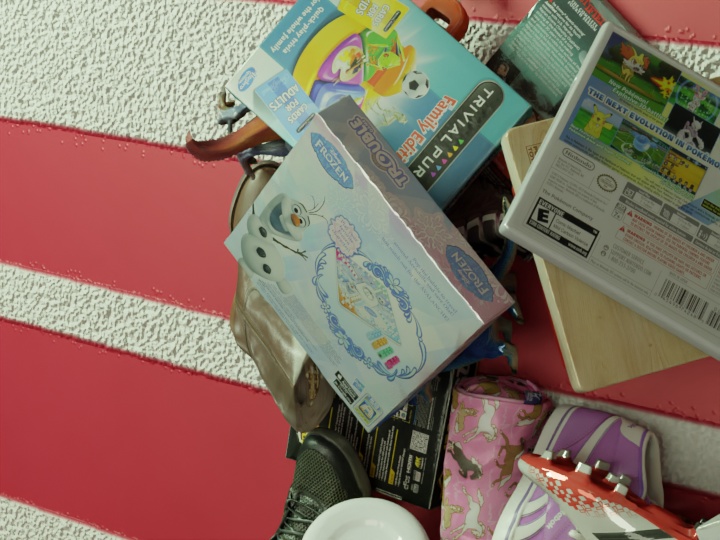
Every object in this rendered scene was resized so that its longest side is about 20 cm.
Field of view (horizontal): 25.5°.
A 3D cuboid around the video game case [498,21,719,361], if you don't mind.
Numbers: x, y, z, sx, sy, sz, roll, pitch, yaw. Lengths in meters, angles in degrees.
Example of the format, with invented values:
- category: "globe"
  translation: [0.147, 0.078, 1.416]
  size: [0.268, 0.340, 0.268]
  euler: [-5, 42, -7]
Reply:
- category: "video game case"
  translation: [0.227, -0.058, 1.177]
  size: [0.199, 0.022, 0.184]
  euler: [29, 77, -3]

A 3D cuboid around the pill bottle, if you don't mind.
- category: "pill bottle"
  translation: [0.010, 0.289, 1.350]
  size: [0.111, 0.112, 0.201]
  euler: [30, 149, 26]

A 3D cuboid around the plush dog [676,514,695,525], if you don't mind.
- category: "plush dog"
  translation: [0.250, 0.283, 1.244]
  size: [0.200, 0.160, 0.172]
  euler: [41, 89, 22]

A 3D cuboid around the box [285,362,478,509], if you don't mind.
- category: "box"
  translation: [0.022, 0.092, 1.411]
  size: [0.158, 0.049, 0.202]
  euler: [15, 102, 32]

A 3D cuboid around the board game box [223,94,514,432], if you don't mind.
- category: "board game box"
  translation: [0.000, 0.000, 1.238]
  size: [0.201, 0.043, 0.199]
  euler: [52, 143, 8]

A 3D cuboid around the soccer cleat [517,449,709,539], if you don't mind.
- category: "soccer cleat"
  translation: [0.198, 0.203, 1.201]
  size: [0.199, 0.068, 0.086]
  euler: [27, 98, 23]

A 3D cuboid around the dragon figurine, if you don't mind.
- category: "dragon figurine"
  translation: [0.078, 0.035, 1.275]
  size: [0.098, 0.059, 0.201]
  euler: [-1, 135, -3]

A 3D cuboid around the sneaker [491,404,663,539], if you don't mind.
- category: "sneaker"
  translation: [0.175, 0.207, 1.266]
  size: [0.113, 0.073, 0.202]
  euler: [13, 73, 37]

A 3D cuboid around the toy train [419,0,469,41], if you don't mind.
- category: "toy train"
  translation: [0.033, -0.262, 1.346]
  size: [0.150, 0.056, 0.200]
  euler: [-47, 67, 1]

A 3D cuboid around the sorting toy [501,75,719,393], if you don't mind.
- category: "sorting toy"
  translation: [0.220, -0.026, 1.217]
  size: [0.197, 0.070, 0.202]
  euler: [-14, 83, -12]

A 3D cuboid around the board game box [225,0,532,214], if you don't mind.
- category: "board game box"
  translation: [0.015, -0.137, 1.276]
  size: [0.200, 0.047, 0.151]
  euler: [41, 91, 7]

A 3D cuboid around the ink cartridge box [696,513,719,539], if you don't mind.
- category: "ink cartridge box"
  translation: [0.335, 0.223, 1.142]
  size: [0.084, 0.199, 0.146]
  euler: [-23, 82, 34]

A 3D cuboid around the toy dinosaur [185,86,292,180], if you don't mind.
- category: "toy dinosaur"
  translation: [-0.026, -0.125, 1.365]
  size: [0.180, 0.200, 0.106]
  euler: [-9, 115, 21]

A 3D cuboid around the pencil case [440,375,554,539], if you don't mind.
- category: "pencil case"
  translation: [0.113, 0.192, 1.342]
  size: [0.086, 0.083, 0.202]
  euler: [9, 98, 27]

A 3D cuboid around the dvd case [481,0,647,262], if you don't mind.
- category: "dvd case"
  translation: [0.158, -0.129, 1.326]
  size: [0.146, 0.022, 0.200]
  euler: [49, 117, 19]

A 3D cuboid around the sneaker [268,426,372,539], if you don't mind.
- category: "sneaker"
  translation: [-0.050, 0.238, 1.397]
  size: [0.076, 0.114, 0.201]
  euler: [27, 126, 25]

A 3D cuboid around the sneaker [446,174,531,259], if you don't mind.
- category: "sneaker"
  translation: [0.104, -0.071, 1.313]
  size: [0.198, 0.076, 0.117]
  euler: [-10, 73, 21]

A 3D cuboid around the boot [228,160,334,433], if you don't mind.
- category: "boot"
  translation: [-0.064, 0.020, 1.387]
  size: [0.200, 0.063, 0.188]
  euler: [-129, 39, -62]
